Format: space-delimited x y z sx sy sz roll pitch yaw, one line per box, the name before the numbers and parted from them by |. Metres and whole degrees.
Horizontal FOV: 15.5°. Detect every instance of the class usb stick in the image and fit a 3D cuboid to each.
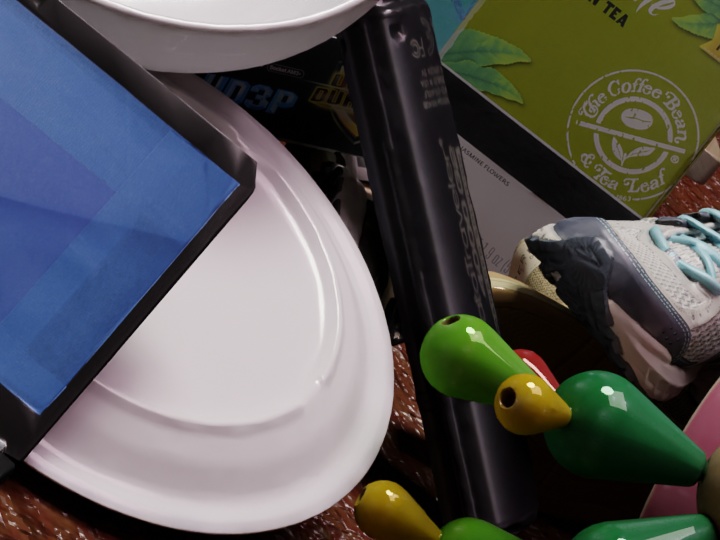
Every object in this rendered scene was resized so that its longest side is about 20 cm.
usb stick | 0.027 0.000 0.940 0.055 0.032 0.201 -18 97 -69

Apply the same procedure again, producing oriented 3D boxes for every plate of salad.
plate of salad | -0.077 0.003 0.848 0.199 0.048 0.201 25 40 -23

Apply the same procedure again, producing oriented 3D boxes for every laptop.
laptop | -0.146 -0.027 0.722 0.177 0.103 0.200 39 17 4

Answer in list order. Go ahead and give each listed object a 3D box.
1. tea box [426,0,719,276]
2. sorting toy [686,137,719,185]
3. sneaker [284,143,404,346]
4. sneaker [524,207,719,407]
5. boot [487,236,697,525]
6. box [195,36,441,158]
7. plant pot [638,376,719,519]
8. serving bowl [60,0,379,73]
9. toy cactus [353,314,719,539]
tea box | 0.078 -0.118 1.251 0.200 0.197 0.134 37 17 -1
sorting toy | 0.101 -0.122 1.522 0.198 0.070 0.200 35 18 -10
sneaker | 0.000 0.000 1.002 0.080 0.074 0.200 37 17 -12
sneaker | 0.132 0.000 0.988 0.078 0.086 0.200 54 16 25
boot | 0.081 0.030 1.074 0.200 0.073 0.156 33 20 -33
box | -0.069 -0.102 1.046 0.158 0.046 0.200 13 15 -16
plant pot | 0.197 0.117 0.934 0.178 0.201 0.200 27 12 23
serving bowl | -0.074 -0.143 0.906 0.199 0.066 0.201 11 54 -16
toy cactus | 0.099 0.094 0.838 0.200 0.164 0.102 57 -19 24
